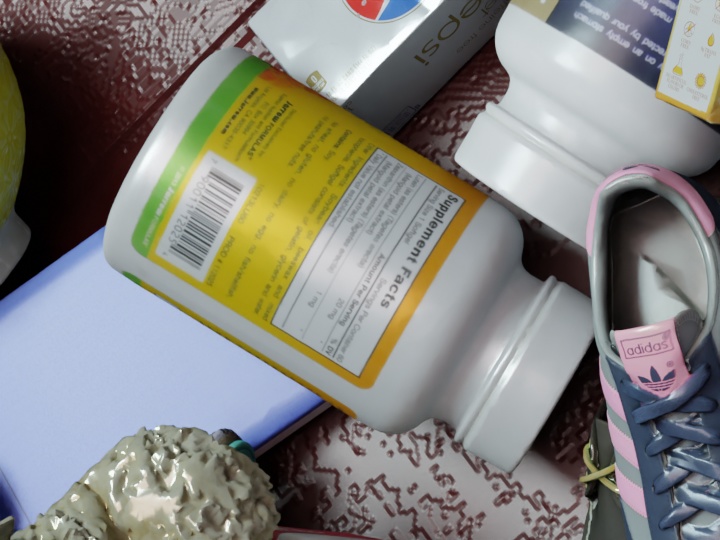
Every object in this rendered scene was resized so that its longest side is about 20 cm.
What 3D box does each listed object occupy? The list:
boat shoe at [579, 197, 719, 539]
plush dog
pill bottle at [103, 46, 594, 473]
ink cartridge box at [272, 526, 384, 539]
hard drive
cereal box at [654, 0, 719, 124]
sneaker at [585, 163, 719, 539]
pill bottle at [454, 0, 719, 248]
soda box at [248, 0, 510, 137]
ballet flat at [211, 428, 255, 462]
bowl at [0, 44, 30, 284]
[{"bbox_3d":[0.122,0.068,0.839,0.072,0.060,0.202,13,81,63],"label":"boat shoe"},{"bbox_3d":[-0.092,0.187,0.794,0.172,0.160,0.200,43,118,12],"label":"plush dog"},{"bbox_3d":[0.000,0.000,0.872,0.199,0.111,0.111,31,96,4],"label":"pill bottle"},{"bbox_3d":[0.018,0.186,0.830,0.199,0.083,0.146,1,80,50],"label":"ink cartridge box"},{"bbox_3d":[-0.103,0.046,0.960,0.200,0.025,0.132,-35,74,7],"label":"hard drive"},{"bbox_3d":[0.199,-0.152,0.777,0.039,0.143,0.201,34,116,51],"label":"cereal box"},{"bbox_3d":[0.117,0.056,0.758,0.070,0.082,0.201,-17,70,20],"label":"sneaker"},{"bbox_3d":[0.125,-0.110,0.851,0.111,0.111,0.201,35,97,26],"label":"pill bottle"},{"bbox_3d":[0.047,-0.153,0.922,0.200,0.064,0.068,-44,66,12],"label":"soda box"},{"bbox_3d":[-0.096,0.166,0.922,0.072,0.072,0.202,12,98,26],"label":"ballet flat"},{"bbox_3d":[-0.227,-0.027,0.994,0.200,0.200,0.108,-40,111,14],"label":"bowl"}]
